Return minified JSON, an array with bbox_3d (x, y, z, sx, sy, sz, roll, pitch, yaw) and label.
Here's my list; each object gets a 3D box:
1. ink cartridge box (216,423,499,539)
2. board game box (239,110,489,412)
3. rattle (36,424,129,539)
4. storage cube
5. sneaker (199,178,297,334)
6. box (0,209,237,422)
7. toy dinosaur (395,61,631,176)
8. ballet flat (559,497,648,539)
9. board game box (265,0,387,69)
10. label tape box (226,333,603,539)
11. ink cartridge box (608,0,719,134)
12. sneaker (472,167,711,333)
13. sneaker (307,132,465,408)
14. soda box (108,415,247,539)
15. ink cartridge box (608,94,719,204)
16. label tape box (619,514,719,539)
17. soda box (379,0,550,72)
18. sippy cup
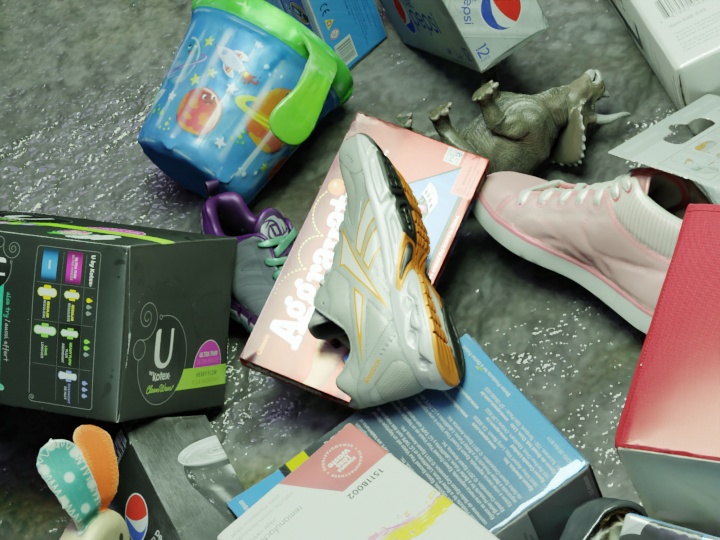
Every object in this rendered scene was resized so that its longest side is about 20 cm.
[{"bbox_3d":[0.023,0.194,1.430,0.116,0.068,0.200,-40,51,-19],"label":"ink cartridge box"},{"bbox_3d":[0.004,-0.006,1.634,0.103,0.019,0.200,21,72,13],"label":"board game box"},{"bbox_3d":[-0.150,0.211,1.507,0.143,0.130,0.200,13,80,41],"label":"rattle"},{"bbox_3d":[0.275,0.085,1.445,0.200,0.171,0.180,8,58,24],"label":"storage cube"},{"bbox_3d":[-0.051,0.010,1.667,0.200,0.088,0.074,30,45,35],"label":"sneaker"},{"bbox_3d":[-0.209,0.028,1.653,0.200,0.148,0.125,6,96,26],"label":"box"},{"bbox_3d":[0.089,-0.087,1.704,0.200,0.102,0.077,-34,23,10],"label":"toy dinosaur"},{"bbox_3d":[0.132,0.222,1.452,0.073,0.073,0.200,10,55,26],"label":"ballet flat"},{"bbox_3d":[-0.085,-0.271,1.836,0.056,0.200,0.196,-41,52,-15],"label":"board game box"},{"bbox_3d":[0.036,0.155,1.548,0.200,0.063,0.144,-34,50,-9],"label":"label tape box"},{"bbox_3d":[0.261,-0.216,1.744,0.145,0.085,0.200,-25,51,0],"label":"ink cartridge box"},{"bbox_3d":[0.167,-0.042,1.618,0.075,0.105,0.200,-19,43,-43],"label":"sneaker"},{"bbox_3d":[0.000,0.000,1.584,0.092,0.076,0.200,-22,58,13],"label":"sneaker"},{"bbox_3d":[-0.104,0.185,1.559,0.071,0.063,0.200,-1,41,-32],"label":"soda box"},{"bbox_3d":[0.287,-0.054,1.577,0.200,0.057,0.162,14,25,30],"label":"ink cartridge box"},{"bbox_3d":[0.200,0.256,1.351,0.144,0.063,0.200,13,82,25],"label":"label tape box"},{"bbox_3d":[0.069,-0.201,1.752,0.063,0.068,0.200,-33,18,-7],"label":"soda box"},{"bbox_3d":[-0.095,-0.122,1.777,0.139,0.178,0.130,31,78,5],"label":"sippy cup"}]
